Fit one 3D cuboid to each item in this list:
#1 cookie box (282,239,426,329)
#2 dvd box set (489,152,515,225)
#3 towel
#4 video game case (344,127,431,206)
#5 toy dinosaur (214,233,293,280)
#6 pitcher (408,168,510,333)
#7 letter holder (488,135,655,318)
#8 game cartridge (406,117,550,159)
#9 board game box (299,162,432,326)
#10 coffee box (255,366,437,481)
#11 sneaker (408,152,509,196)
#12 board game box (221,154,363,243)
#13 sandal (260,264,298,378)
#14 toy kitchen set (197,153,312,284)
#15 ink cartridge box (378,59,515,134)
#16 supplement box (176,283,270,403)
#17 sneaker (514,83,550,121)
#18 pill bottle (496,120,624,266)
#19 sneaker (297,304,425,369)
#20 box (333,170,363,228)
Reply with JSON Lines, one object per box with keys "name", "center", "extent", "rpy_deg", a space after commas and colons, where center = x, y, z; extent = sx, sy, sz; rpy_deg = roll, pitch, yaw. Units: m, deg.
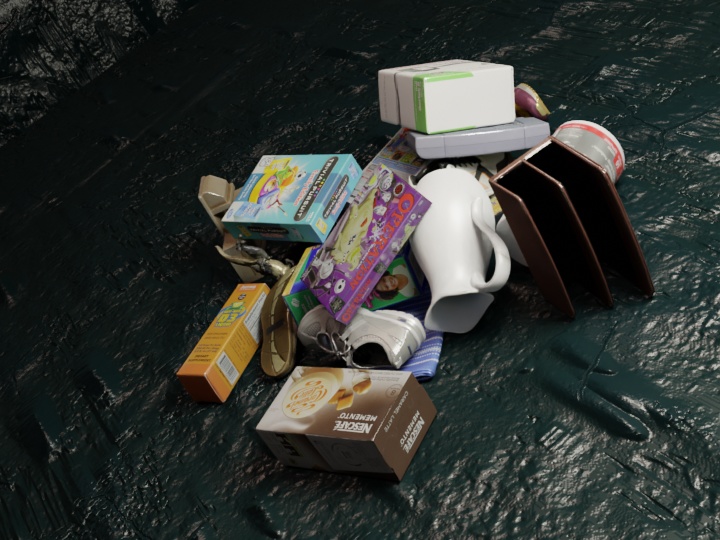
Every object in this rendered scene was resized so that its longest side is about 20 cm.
{"name": "cookie box", "center": [0.000, 0.000, 1.518], "extent": [0.198, 0.076, 0.172], "rpy_deg": [-20, 21, 18]}
{"name": "dvd box set", "center": [0.173, -0.140, 1.578], "extent": [0.145, 0.030, 0.201], "rpy_deg": [-30, 47, 1]}
{"name": "towel", "center": [0.053, 0.089, 1.428], "extent": [0.143, 0.024, 0.201], "rpy_deg": [-15, 35, 25]}
{"name": "video game case", "center": [0.066, -0.169, 1.621], "extent": [0.200, 0.018, 0.143], "rpy_deg": [-48, 31, -10]}
{"name": "toy dinosaur", "center": [-0.164, -0.016, 1.651], "extent": [0.197, 0.088, 0.048], "rpy_deg": [18, 76, 16]}
{"name": "pitcher", "center": [0.137, -0.041, 1.353], "extent": [0.171, 0.120, 0.203], "rpy_deg": [-41, 46, 50]}
{"name": "letter holder", "center": [0.263, -0.039, 1.247], "extent": [0.100, 0.201, 0.142], "rpy_deg": [-34, 31, -5]}
{"name": "game cartridge", "center": [0.172, -0.195, 1.499], "extent": [0.197, 0.041, 0.133], "rpy_deg": [-7, 10, -2]}
{"name": "board game box", "center": [0.004, -0.038, 1.384], "extent": [0.201, 0.032, 0.120], "rpy_deg": [-55, 44, 7]}
{"name": "coffee box", "center": [-0.019, 0.191, 1.292], "extent": [0.198, 0.080, 0.115], "rpy_deg": [-1, 42, 41]}
{"name": "sneaker", "center": [0.147, -0.139, 1.498], "extent": [0.199, 0.081, 0.073], "rpy_deg": [-36, 44, -28]}
{"name": "board game box", "center": [-0.113, -0.121, 1.669], "extent": [0.198, 0.047, 0.152], "rpy_deg": [3, 53, 38]}
{"name": "sandal", "center": [-0.110, 0.082, 1.557], "extent": [0.080, 0.054, 0.202], "rpy_deg": [-29, 43, 31]}
{"name": "toy kitchen set", "center": [-0.166, -0.123, 1.783], "extent": [0.178, 0.164, 0.201], "rpy_deg": [-23, 32, 13]}
{"name": "ink cartridge box", "center": [0.126, -0.267, 1.548], "extent": [0.143, 0.085, 0.200], "rpy_deg": [-11, 17, -17]}
{"name": "supplement box", "center": [-0.201, 0.110, 1.583], "extent": [0.066, 0.069, 0.201], "rpy_deg": [-4, 39, 35]}
{"name": "sneaker", "center": [0.242, -0.267, 1.722], "extent": [0.090, 0.075, 0.200], "rpy_deg": [-44, 26, -4]}
{"name": "pill bottle", "center": [0.277, -0.104, 1.411], "extent": [0.113, 0.115, 0.201], "rpy_deg": [4, 47, 44]}
{"name": "sneaker", "center": [-0.013, 0.093, 1.383], "extent": [0.198, 0.075, 0.082], "rpy_deg": [-2, 38, 37]}
{"name": "box", "center": [0.042, -0.125, 1.708], "extent": [0.199, 0.050, 0.158], "rpy_deg": [-35, 32, -6]}
